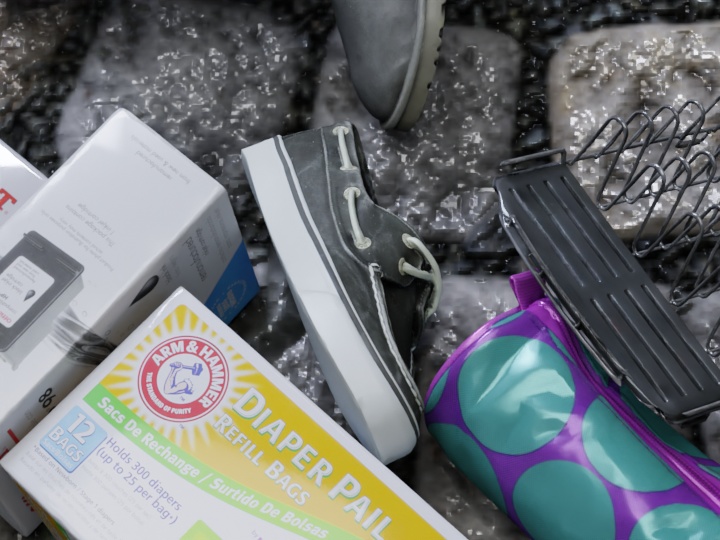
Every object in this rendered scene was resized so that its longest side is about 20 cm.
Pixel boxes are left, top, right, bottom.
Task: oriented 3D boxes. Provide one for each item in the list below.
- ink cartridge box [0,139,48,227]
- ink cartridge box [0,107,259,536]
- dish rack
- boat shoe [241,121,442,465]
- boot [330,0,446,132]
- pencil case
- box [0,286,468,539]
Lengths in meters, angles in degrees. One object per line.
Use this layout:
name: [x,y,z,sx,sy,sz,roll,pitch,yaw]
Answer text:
ink cartridge box: [-0.242,0.010,1.028,0.146,0.086,0.200,38,77,20]
ink cartridge box: [-0.140,0.039,0.986,0.067,0.116,0.200,38,76,19]
dish rack: [0.159,-0.016,0.964,0.200,0.055,0.153,-15,58,-38]
boat shoe: [0.000,0.000,0.986,0.064,0.071,0.200,-21,44,-2]
boot: [-0.062,-0.158,1.040,0.200,0.073,0.182,1,90,-14]
pencil case: [0.118,0.097,0.943,0.200,0.092,0.085,42,38,22]
box: [-0.038,0.120,0.945,0.200,0.101,0.112,40,76,20]
